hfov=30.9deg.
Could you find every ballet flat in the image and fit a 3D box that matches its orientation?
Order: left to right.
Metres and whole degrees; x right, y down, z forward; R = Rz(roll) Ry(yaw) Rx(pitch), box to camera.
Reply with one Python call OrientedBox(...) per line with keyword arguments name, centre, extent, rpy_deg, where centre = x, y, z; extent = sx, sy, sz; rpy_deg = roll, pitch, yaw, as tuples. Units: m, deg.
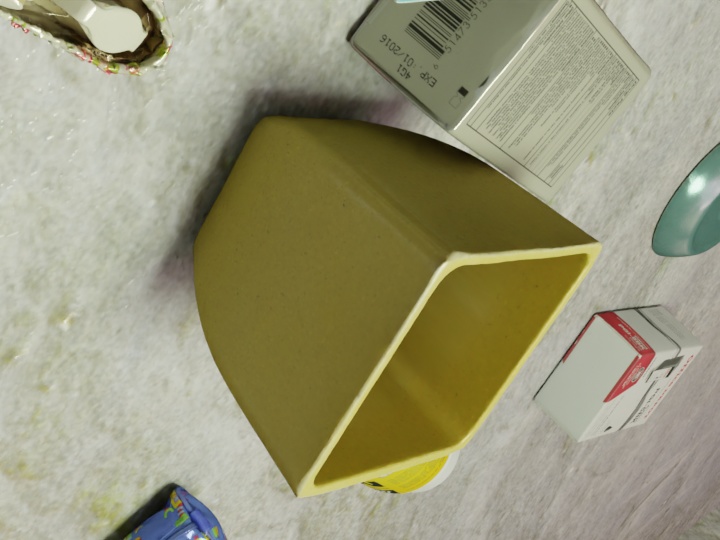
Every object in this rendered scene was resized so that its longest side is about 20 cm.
OrientedBox(name="ballet flat", centre=(-0.151, -0.144, 0.612), extent=(0.076, 0.064, 0.200), rpy_deg=(-50, 153, 13))

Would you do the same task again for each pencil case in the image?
OrientedBox(name="pencil case", centre=(-0.202, 0.276, 1.111), extent=(0.200, 0.078, 0.087), rpy_deg=(-41, 176, -11))

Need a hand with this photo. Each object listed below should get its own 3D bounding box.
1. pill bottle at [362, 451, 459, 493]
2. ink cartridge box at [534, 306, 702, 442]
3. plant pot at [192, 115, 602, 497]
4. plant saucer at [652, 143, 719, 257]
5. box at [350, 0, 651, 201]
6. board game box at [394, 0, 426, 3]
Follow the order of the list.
OrientedBox(name="pill bottle", centre=(0.022, 0.145, 1.209), extent=(0.114, 0.114, 0.200), rpy_deg=(-46, 153, 2))
OrientedBox(name="ink cartridge box", centre=(0.335, 0.130, 1.669), extent=(0.199, 0.083, 0.147), rpy_deg=(-3, 131, -53))
OrientedBox(name="plant pot", centre=(0.000, 0.000, 0.878), extent=(0.195, 0.200, 0.195), rpy_deg=(-6, 134, -53))
OrientedBox(name="plant saucer", centre=(0.433, -0.086, 1.561), extent=(0.199, 0.036, 0.201), rpy_deg=(-35, 152, -22))
OrientedBox(name="box", centre=(0.105, -0.150, 0.919), extent=(0.128, 0.109, 0.200), rpy_deg=(-51, 153, 9))
OrientedBox(name="board game box", centre=(0.046, -0.209, 0.704), extent=(0.199, 0.151, 0.047), rpy_deg=(-15, 142, -45))
